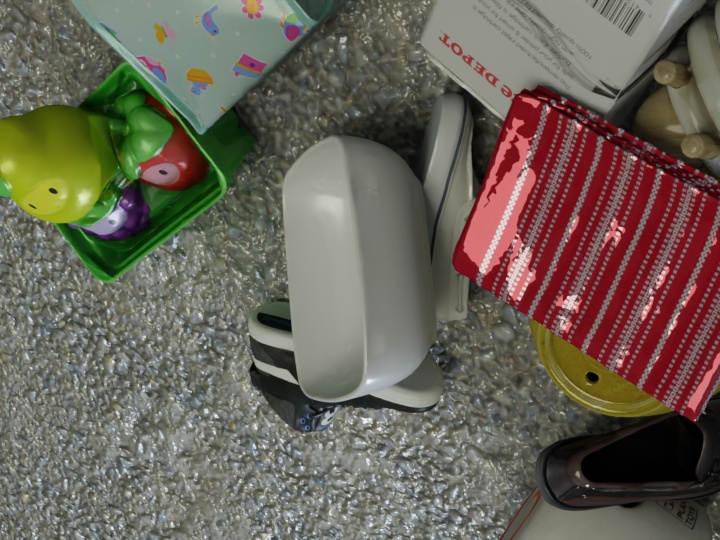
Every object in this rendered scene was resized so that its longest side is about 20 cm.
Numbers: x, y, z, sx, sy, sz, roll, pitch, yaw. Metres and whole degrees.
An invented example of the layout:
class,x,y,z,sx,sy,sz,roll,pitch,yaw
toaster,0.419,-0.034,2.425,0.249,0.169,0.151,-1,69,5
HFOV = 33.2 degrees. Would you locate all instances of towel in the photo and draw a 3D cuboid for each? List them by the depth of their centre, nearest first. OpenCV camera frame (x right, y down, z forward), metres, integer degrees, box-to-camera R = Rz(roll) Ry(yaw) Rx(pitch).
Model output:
class,x,y,z,sx,sy,sz,roll,pitch,yaw
towel,0.159,-0.013,0.771,0.200,0.022,0.145,34,118,25

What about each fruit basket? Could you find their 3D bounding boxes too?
class,x,y,z,sx,sy,sz,roll,pitch,yaw
fruit basket,-0.219,-0.082,1.018,0.215,0.216,0.156,-33,97,39

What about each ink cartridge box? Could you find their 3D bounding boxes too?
class,x,y,z,sx,sy,sz,roll,pitch,yaw
ink cartridge box,0.139,-0.185,0.779,0.145,0.084,0.200,43,146,12

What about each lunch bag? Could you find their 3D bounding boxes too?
class,x,y,z,sx,sy,sz,roll,pitch,yaw
lunch bag,-0.126,-0.236,0.928,0.200,0.122,0.170,47,130,-8

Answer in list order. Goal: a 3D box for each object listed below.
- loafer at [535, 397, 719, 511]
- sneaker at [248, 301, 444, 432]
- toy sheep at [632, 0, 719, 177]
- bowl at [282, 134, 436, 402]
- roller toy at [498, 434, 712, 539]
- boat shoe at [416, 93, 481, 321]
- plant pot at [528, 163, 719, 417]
class,x,y,z,sx,sy,sz,roll,pitch,yaw
loafer,0.229,0.135,0.884,0.063,0.200,0.072,129,128,-70
sneaker,-0.012,0.107,1.089,0.200,0.073,0.112,21,129,30
toy sheep,0.262,-0.122,0.753,0.200,0.138,0.138,-22,104,31
bowl,0.000,0.000,0.949,0.200,0.074,0.200,158,107,-72
roller toy,0.187,0.238,0.963,0.140,0.183,0.200,35,161,8
boat shoe,0.077,-0.044,0.957,0.070,0.071,0.200,6,118,-3
plant pot,0.200,0.025,0.864,0.200,0.142,0.200,14,122,23
